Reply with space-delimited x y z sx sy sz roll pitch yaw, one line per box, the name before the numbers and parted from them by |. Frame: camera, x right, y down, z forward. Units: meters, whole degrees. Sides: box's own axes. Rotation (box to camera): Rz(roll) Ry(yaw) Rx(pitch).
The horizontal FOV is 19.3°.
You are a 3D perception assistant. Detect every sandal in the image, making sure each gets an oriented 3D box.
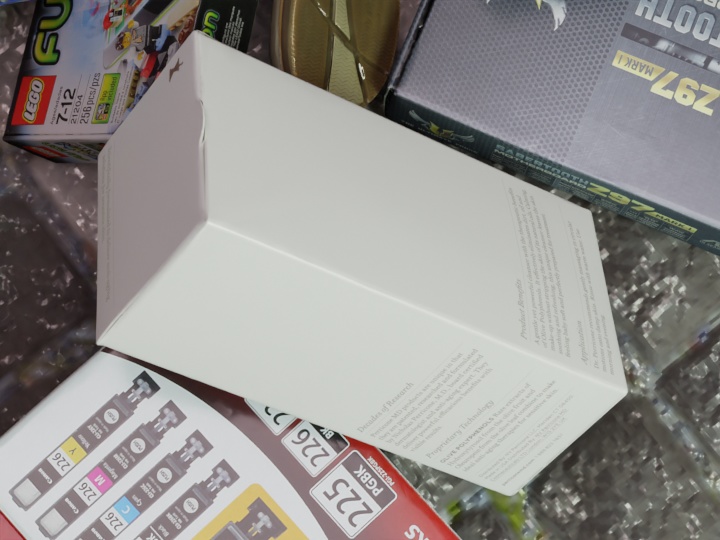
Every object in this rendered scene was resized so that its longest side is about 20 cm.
sandal | -0.011 -0.165 0.946 0.080 0.054 0.201 17 79 -36

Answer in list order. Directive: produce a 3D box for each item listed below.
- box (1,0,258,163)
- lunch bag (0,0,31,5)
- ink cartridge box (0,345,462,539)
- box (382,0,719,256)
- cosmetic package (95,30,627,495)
box | -0.086 -0.146 0.920 0.110 0.035 0.201 2 75 42
lunch bag | -0.213 -0.178 0.879 0.200 0.161 0.083 29 112 15
ink cartridge box | -0.062 0.130 0.878 0.176 0.084 0.200 -43 84 -8
box | 0.130 -0.105 0.944 0.199 0.051 0.158 23 80 3
cosmetic package | 0.000 0.000 0.843 0.200 0.085 0.108 22 41 -26
